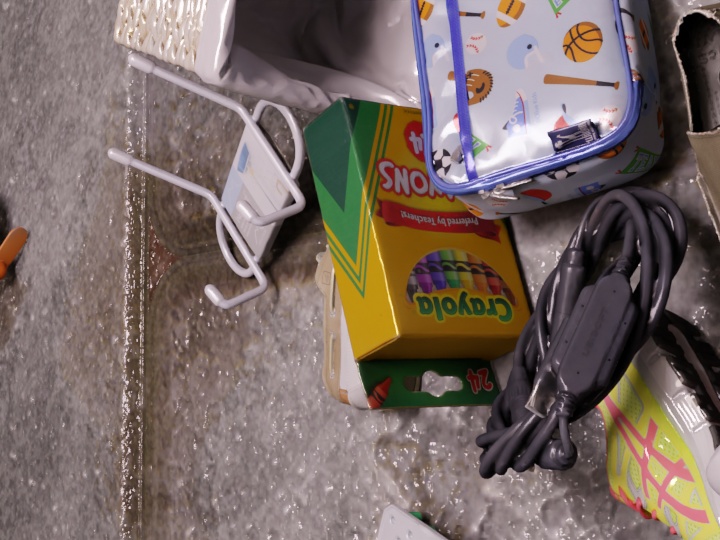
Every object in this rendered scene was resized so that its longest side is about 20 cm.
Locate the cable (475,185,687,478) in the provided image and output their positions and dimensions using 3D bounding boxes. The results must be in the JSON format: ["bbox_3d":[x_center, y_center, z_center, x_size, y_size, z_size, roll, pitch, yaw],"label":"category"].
[{"bbox_3d":[0.132,0.037,0.785,0.201,0.050,0.163,-64,2,-23],"label":"cable"}]

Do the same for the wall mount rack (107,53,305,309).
[{"bbox_3d":[-0.120,-0.075,1.023,0.174,0.074,0.201,55,146,20],"label":"wall mount rack"}]

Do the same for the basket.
[{"bbox_3d":[-0.049,-0.222,0.942,0.160,0.197,0.202,21,101,48],"label":"basket"}]

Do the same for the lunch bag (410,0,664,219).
[{"bbox_3d":[0.106,-0.134,0.835,0.159,0.075,0.202,-14,67,27],"label":"lunch bag"}]

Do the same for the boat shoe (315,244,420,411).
[{"bbox_3d":[0.000,0.000,0.948,0.068,0.074,0.203,-2,84,39],"label":"boat shoe"}]

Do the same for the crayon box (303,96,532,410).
[{"bbox_3d":[0.043,-0.011,0.869,0.051,0.126,0.202,-32,64,45],"label":"crayon box"}]

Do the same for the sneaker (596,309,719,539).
[{"bbox_3d":[0.188,0.123,0.750,0.090,0.078,0.201,-46,45,31],"label":"sneaker"}]

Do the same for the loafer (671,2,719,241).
[{"bbox_3d":[0.217,-0.064,0.743,0.075,0.069,0.202,-30,65,38],"label":"loafer"}]

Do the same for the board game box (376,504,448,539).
[{"bbox_3d":[0.062,0.286,0.863,0.199,0.026,0.202,24,104,53],"label":"board game box"}]

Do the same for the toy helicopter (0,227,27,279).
[{"bbox_3d":[-0.411,0.010,1.375,0.131,0.079,0.203,12,104,36],"label":"toy helicopter"}]

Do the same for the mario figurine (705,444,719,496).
[{"bbox_3d":[0.250,0.091,0.628,0.107,0.122,0.200,-67,13,4],"label":"mario figurine"}]
